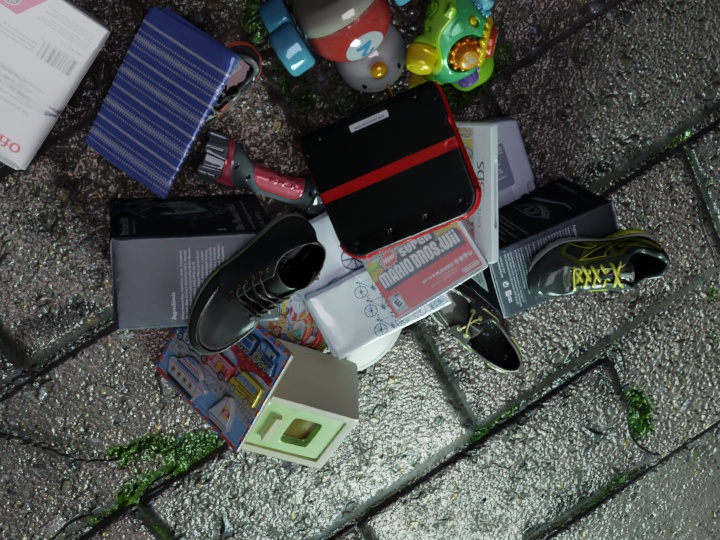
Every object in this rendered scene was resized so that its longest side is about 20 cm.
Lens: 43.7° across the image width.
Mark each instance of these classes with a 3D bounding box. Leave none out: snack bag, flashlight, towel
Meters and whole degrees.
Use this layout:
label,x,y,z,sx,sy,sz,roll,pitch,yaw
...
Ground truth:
label,x,y,z,sx,sy,sz,roll,pitch,yaw
snack bag,0.000,0.000,1.224,0.187,0.021,0.201,-26,103,11
flashlight,-0.120,-0.126,1.198,0.198,0.068,0.069,16,102,-19
towel,-0.247,-0.211,1.114,0.144,0.024,0.201,34,100,18

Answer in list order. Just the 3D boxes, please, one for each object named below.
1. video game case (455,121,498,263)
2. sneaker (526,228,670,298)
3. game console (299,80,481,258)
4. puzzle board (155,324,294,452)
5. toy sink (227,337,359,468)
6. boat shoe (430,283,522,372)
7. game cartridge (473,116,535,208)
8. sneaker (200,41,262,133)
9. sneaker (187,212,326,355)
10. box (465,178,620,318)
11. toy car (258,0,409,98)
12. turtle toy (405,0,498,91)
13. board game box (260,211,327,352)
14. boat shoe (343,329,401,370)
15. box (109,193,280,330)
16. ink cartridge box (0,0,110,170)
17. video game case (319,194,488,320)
label,x,y,z,sx,sy,sz,roll,pitch,yaw
video game case,0.091,-0.108,1.208,0.023,0.198,0.184,-24,116,-53
sneaker,0.318,-0.007,1.195,0.198,0.085,0.075,-17,112,-11
game console,0.040,-0.123,1.148,0.198,0.031,0.178,-22,92,13
puzzle board,-0.190,0.122,1.202,0.017,0.200,0.152,19,105,-54
toy sink,-0.118,0.181,1.251,0.198,0.113,0.131,20,130,-20
boat shoe,0.173,0.082,1.356,0.201,0.061,0.072,40,94,-24
game cartridge,0.145,-0.136,1.289,0.199,0.041,0.134,-25,117,-7
sneaker,-0.205,-0.215,1.134,0.200,0.082,0.077,-44,114,2
sneaker,-0.122,0.025,1.011,0.075,0.106,0.200,38,94,-22
box,0.253,-0.037,1.291,0.198,0.148,0.105,-22,113,-7
toy car,0.005,-0.285,1.135,0.183,0.177,0.200,-32,127,8
turtle toy,0.125,-0.294,1.159,0.100,0.200,0.147,15,83,9
board game box,-0.084,0.037,1.281,0.134,0.034,0.201,27,99,-22
boat shoe,0.026,0.052,1.301,0.074,0.062,0.201,18,108,-31
box,-0.213,-0.017,1.137,0.198,0.197,0.119,-4,109,-14
ink cartridge box,-0.411,-0.245,1.064,0.146,0.083,0.201,32,97,-23
video game case,0.057,-0.054,1.178,0.142,0.017,0.201,-32,93,14
